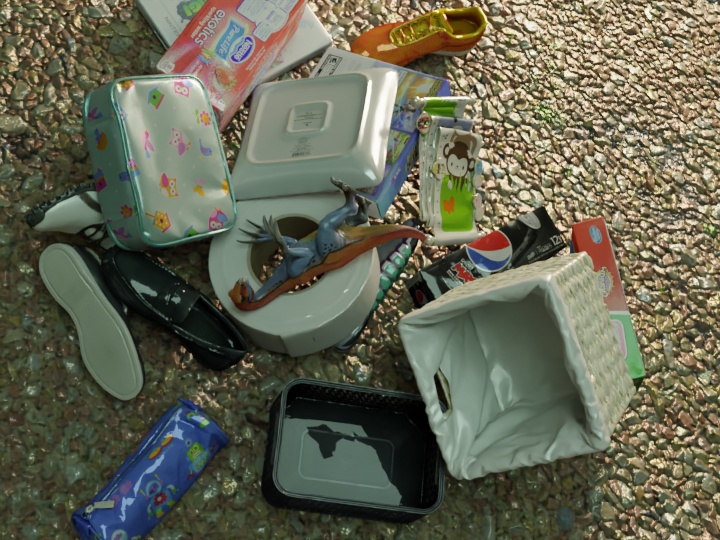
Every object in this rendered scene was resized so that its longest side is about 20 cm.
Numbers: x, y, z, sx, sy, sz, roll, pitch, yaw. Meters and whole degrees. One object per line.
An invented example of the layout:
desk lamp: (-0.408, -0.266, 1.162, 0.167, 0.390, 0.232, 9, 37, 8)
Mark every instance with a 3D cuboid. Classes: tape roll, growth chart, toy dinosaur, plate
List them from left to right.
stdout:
tape roll: (-0.077, -0.004, 1.393, 0.201, 0.071, 0.204, -3, 65, 6)
toy dinosaur: (-0.058, -0.015, 1.312, 0.199, 0.105, 0.182, 31, 91, 9)
plate: (-0.060, -0.175, 1.428, 0.198, 0.032, 0.201, -4, 50, 16)
growth chart: (0.115, -0.125, 1.474, 0.144, 0.018, 0.202, -18, 108, -46)

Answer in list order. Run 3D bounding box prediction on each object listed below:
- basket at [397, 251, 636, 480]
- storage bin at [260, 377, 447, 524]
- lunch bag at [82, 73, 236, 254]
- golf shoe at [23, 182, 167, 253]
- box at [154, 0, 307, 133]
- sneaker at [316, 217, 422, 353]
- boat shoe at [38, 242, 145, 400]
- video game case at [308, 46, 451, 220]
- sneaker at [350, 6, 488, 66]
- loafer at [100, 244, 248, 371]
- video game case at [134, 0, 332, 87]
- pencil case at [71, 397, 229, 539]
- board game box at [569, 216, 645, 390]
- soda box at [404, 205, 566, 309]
basket: (0.180, 0.104, 1.322, 0.161, 0.199, 0.200, -28, 99, -60)
storage bin: (-0.007, 0.212, 1.360, 0.198, 0.094, 0.136, 9, 70, -10)
lunch bag: (-0.225, -0.121, 1.339, 0.160, 0.077, 0.202, -16, 95, -48)
golf shoe: (-0.292, -0.054, 1.359, 0.199, 0.077, 0.095, -13, 84, -45)
box: (-0.163, -0.277, 1.464, 0.102, 0.095, 0.201, 32, 68, -1)
sneaker: (0.000, 0.000, 1.447, 0.087, 0.074, 0.201, 32, 68, 4)
boat shoe: (-0.300, 0.056, 1.358, 0.074, 0.060, 0.201, -38, 80, 21)
video game case: (-0.007, -0.177, 1.479, 0.180, 0.046, 0.201, 20, 65, 25)
sneaker: (0.077, -0.319, 1.570, 0.199, 0.077, 0.073, -19, 73, -20)
loafer: (-0.210, 0.038, 1.352, 0.200, 0.070, 0.068, 43, 52, -18)
video game case: (-0.165, -0.327, 1.543, 0.199, 0.024, 0.183, -32, 82, -22)
pencil case: (-0.235, 0.232, 1.301, 0.078, 0.087, 0.200, 26, 62, 32)
board game box: (0.305, 0.052, 1.458, 0.040, 0.153, 0.202, -13, 73, 5)
soda box: (0.159, -0.007, 1.486, 0.199, 0.071, 0.064, -28, 83, -20)
